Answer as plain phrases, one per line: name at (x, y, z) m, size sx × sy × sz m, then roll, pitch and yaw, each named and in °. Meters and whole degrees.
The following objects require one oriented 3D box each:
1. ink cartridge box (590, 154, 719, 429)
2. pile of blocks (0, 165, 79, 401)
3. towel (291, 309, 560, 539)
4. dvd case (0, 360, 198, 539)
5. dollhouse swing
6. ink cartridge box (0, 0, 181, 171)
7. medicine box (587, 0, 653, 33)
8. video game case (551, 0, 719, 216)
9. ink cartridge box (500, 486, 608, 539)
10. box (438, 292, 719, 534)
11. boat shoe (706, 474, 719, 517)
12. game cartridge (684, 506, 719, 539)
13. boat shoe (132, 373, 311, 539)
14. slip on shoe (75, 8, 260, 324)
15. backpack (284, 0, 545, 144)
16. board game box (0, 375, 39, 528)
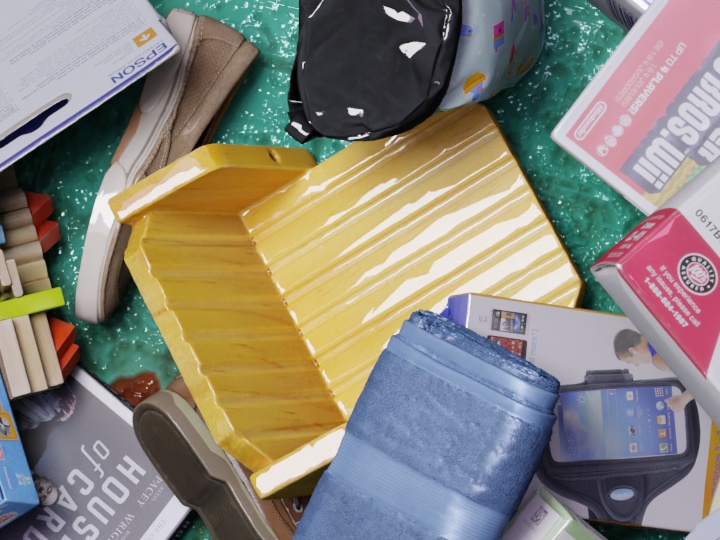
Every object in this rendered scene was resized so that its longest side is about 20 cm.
ink cartridge box at (0.246, -0.011, 1.460) m, size 0.200 × 0.086 × 0.148 m, roll -41°, pitch 90°, yaw -4°
pile of blocks at (-0.208, -0.014, 1.659) m, size 0.062 × 0.082 × 0.201 m, roll -15°, pitch 65°, yaw -13°
towel at (0.030, 0.130, 1.490) m, size 0.111 × 0.048 × 0.201 m, roll 28°, pitch 93°, yaw 32°
dvd case at (-0.205, 0.126, 1.677) m, size 0.200 × 0.025 × 0.151 m, roll 38°, pitch 90°, yaw 17°
dollhouse swing at (0.000, 0.000, 1.588) m, size 0.175 × 0.181 × 0.201 m, roll -35°, pitch 73°, yaw 25°
ink cartridge box at (-0.211, -0.109, 1.647) m, size 0.199 × 0.041 × 0.200 m, roll -34°, pitch 38°, yaw -3°
medicine box at (0.238, -0.207, 1.598) m, size 0.182 × 0.103 × 0.200 m, roll 41°, pitch 90°, yaw 15°
video game case at (0.226, -0.069, 1.519) m, size 0.200 × 0.017 × 0.143 m, roll 38°, pitch 91°, yaw -1°
ink cartridge box at (0.089, 0.240, 1.534) m, size 0.200 × 0.145 × 0.048 m, roll -49°, pitch 33°, yaw 2°
box at (0.119, 0.082, 1.555) m, size 0.199 × 0.041 × 0.120 m, roll 8°, pitch 83°, yaw -20°
boat shoe at (0.268, 0.089, 1.542) m, size 0.065 × 0.072 × 0.200 m, roll 33°, pitch 74°, yaw 28°
game cartridge at (0.275, 0.132, 1.513) m, size 0.199 × 0.133 × 0.041 m, roll -35°, pitch 48°, yaw -2°
boat shoe at (-0.051, 0.144, 1.613) m, size 0.068 × 0.072 × 0.201 m, roll -33°, pitch 93°, yaw -35°
slip on shoe at (-0.120, -0.059, 1.671) m, size 0.060 × 0.076 × 0.201 m, roll 19°, pitch 79°, yaw 1°
backpack at (0.033, -0.158, 1.588) m, size 0.126 × 0.200 × 0.168 m, roll 9°, pitch 103°, yaw 16°
board game box at (-0.282, 0.082, 1.649) m, size 0.151 × 0.037 × 0.201 m, roll -32°, pitch 66°, yaw 28°
